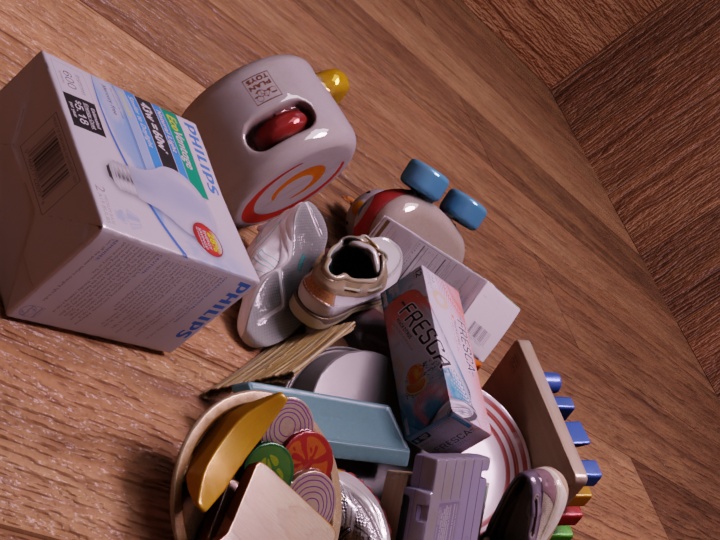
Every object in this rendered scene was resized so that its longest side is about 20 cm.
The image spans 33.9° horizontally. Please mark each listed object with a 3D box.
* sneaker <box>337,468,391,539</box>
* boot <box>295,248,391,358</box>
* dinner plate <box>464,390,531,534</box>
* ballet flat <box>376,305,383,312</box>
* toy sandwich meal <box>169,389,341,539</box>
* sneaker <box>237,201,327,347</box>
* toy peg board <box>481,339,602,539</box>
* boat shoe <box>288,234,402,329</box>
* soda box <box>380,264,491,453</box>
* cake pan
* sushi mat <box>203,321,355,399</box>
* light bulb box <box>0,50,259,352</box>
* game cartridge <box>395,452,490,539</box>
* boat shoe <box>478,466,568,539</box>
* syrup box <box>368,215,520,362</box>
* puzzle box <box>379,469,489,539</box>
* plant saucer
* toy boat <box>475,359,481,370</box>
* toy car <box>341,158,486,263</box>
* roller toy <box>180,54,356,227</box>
[{"bbox_3d":[-0.051,0.210,1.088,0.200,0.078,0.082,49,26,9],"label":"sneaker"},{"bbox_3d":[0.011,0.067,1.344,0.166,0.072,0.200,11,52,-16],"label":"boot"},{"bbox_3d":[0.098,0.217,1.322,0.200,0.024,0.200,8,63,-17],"label":"dinner plate"},{"bbox_3d":[0.018,0.050,1.476,0.200,0.046,0.067,29,67,-44],"label":"ballet flat"},{"bbox_3d":[-0.072,0.193,0.966,0.205,0.070,0.205,14,70,-43],"label":"toy sandwich meal"},{"bbox_3d":[-0.098,0.011,1.297,0.070,0.080,0.200,52,38,-30],"label":"sneaker"},{"bbox_3d":[0.216,0.222,1.420,0.098,0.199,0.200,5,46,-26],"label":"toy peg board"},{"bbox_3d":[0.000,0.000,1.293,0.075,0.068,0.200,39,32,8],"label":"boat shoe"},{"bbox_3d":[0.076,0.093,1.229,0.068,0.064,0.200,34,32,-37],"label":"soda box"},{"bbox_3d":[0.007,0.168,1.201,0.200,0.037,0.200,20,57,-34],"label":"cake pan"},{"bbox_3d":[-0.076,0.088,1.181,0.200,0.096,0.012,-34,110,-70],"label":"sushi mat"},{"bbox_3d":[-0.220,-0.053,1.040,0.200,0.125,0.198,21,38,-54],"label":"light bulb box"},{"bbox_3d":[0.071,0.275,1.132,0.130,0.038,0.200,14,84,-55],"label":"game cartridge"},{"bbox_3d":[0.153,0.298,1.248,0.065,0.200,0.072,17,9,-40],"label":"boat shoe"},{"bbox_3d":[0.084,0.019,1.391,0.200,0.081,0.079,35,-2,46],"label":"syrup box"},{"bbox_3d":[0.068,0.271,1.183,0.200,0.025,0.133,23,77,-59],"label":"puzzle box"},{"bbox_3d":[-0.030,0.143,1.107,0.200,0.019,0.070,17,38,-44],"label":"plant saucer"},{"bbox_3d":[0.088,0.134,1.406,0.200,0.131,0.131,51,20,-8],"label":"toy boat"},{"bbox_3d":[0.029,-0.063,1.607,0.177,0.184,0.200,32,1,-44],"label":"toy car"},{"bbox_3d":[-0.109,-0.152,1.346,0.140,0.200,0.182,57,27,11],"label":"roller toy"}]
